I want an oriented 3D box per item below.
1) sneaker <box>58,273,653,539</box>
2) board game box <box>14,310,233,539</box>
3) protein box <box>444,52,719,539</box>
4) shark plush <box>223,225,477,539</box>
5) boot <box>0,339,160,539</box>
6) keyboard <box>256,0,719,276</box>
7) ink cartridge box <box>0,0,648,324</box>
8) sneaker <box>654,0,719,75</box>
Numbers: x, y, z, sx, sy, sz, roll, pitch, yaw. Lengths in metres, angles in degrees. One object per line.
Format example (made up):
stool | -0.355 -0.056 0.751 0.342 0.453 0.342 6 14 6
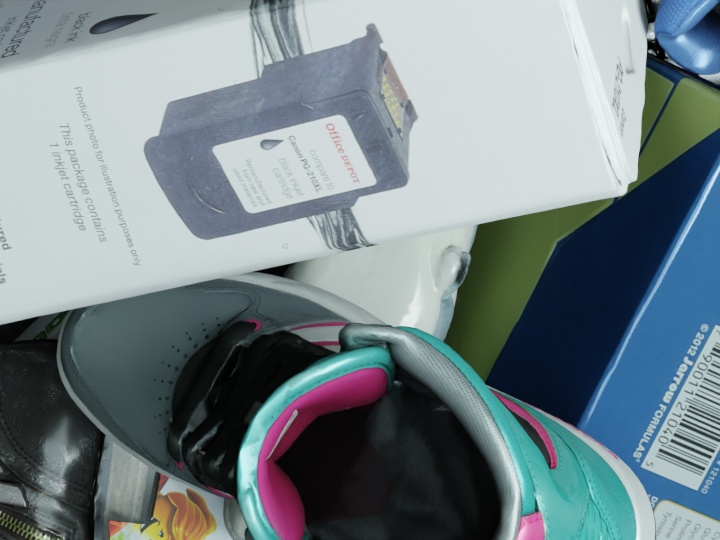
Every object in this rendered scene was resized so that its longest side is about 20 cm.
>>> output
sneaker | -0.020 0.048 0.815 0.200 0.121 0.084 21 89 21
board game box | -0.109 0.101 0.990 0.200 0.035 0.126 -44 111 4
protein box | 0.133 0.053 0.955 0.200 0.135 0.199 23 98 -26
shark plush | 0.000 0.000 0.943 0.091 0.083 0.200 17 83 8
boot | -0.162 0.092 0.928 0.174 0.069 0.200 9 93 -13
keyboard | 0.045 -0.040 0.988 0.200 0.021 0.127 -24 110 -3
ink cartridge box | -0.019 -0.067 0.859 0.200 0.145 0.084 -11 115 13
sneaker | 0.180 -0.068 0.858 0.085 0.200 0.077 -56 144 -26
